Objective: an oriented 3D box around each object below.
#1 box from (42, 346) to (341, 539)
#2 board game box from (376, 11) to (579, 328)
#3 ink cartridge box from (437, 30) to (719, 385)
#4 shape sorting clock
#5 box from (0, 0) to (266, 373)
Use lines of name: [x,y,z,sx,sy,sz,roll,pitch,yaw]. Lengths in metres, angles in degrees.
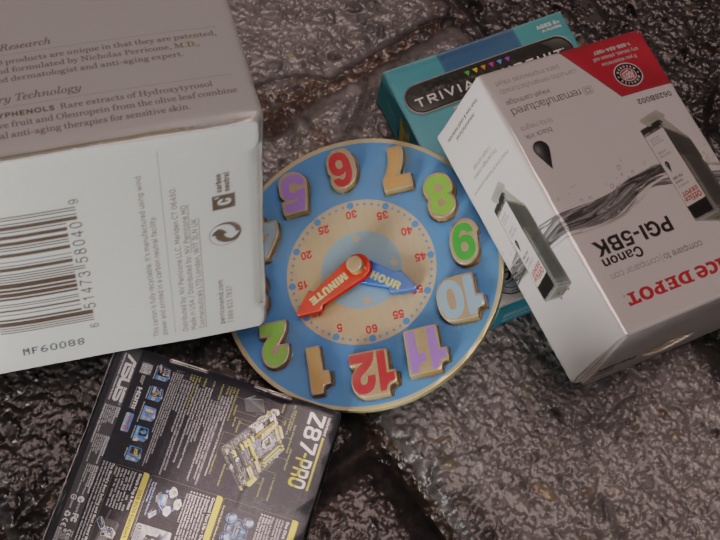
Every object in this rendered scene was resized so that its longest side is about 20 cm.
box: [-0.115,0.164,0.927,0.160,0.049,0.201,15,66,3]
board game box: [0.121,-0.077,1.052,0.150,0.047,0.201,-21,71,-14]
ink cartridge box: [0.167,-0.045,0.961,0.146,0.083,0.201,-19,71,-26]
shape sorting clock: [0.000,0.000,0.988,0.199,0.039,0.201,-3,73,10]
box: [-0.170,-0.070,0.920,0.199,0.199,0.172,-11,51,-11]
